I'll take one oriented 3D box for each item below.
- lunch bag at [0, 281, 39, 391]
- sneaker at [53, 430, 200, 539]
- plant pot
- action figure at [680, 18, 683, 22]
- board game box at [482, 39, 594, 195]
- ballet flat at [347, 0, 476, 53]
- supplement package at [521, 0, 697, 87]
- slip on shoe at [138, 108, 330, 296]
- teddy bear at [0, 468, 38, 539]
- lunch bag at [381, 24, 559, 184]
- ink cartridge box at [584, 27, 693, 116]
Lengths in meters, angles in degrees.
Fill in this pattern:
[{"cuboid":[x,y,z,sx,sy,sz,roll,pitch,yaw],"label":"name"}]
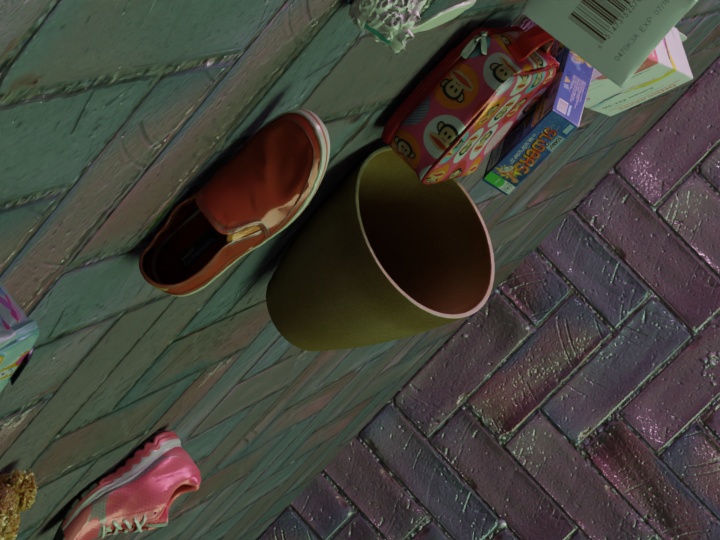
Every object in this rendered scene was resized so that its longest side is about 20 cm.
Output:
[{"cuboid":[-0.303,0.086,1.279,0.200,0.077,0.160,-33,166,-51],"label":"lunch bag"},{"cuboid":[-0.265,0.271,2.298,0.200,0.087,0.074,-40,169,-24],"label":"sneaker"},{"cuboid":[0.000,0.000,2.021,0.200,0.187,0.186,-31,-179,39],"label":"plant pot"},{"cuboid":[0.341,-0.302,2.411,0.130,0.069,0.200,-46,176,-20],"label":"action figure"},{"cuboid":[0.196,-0.188,2.095,0.135,0.034,0.200,-45,-162,47],"label":"board game box"},{"cuboid":[0.075,-0.235,1.526,0.200,0.072,0.072,-42,171,-19],"label":"ballet flat"},{"cuboid":[0.243,-0.276,1.777,0.117,0.117,0.200,-52,-177,38],"label":"supplement package"},{"cuboid":[-0.101,-0.050,1.592,0.200,0.074,0.061,-42,169,18],"label":"slip on shoe"},{"cuboid":[-0.365,0.256,1.839,0.145,0.067,0.200,-49,171,17],"label":"teddy bear"},{"cuboid":[0.119,-0.173,1.958,0.176,0.082,0.200,-47,171,19],"label":"lunch bag"},{"cuboid":[0.304,-0.235,2.295,0.116,0.068,0.200,-23,166,26],"label":"ink cartridge box"}]
